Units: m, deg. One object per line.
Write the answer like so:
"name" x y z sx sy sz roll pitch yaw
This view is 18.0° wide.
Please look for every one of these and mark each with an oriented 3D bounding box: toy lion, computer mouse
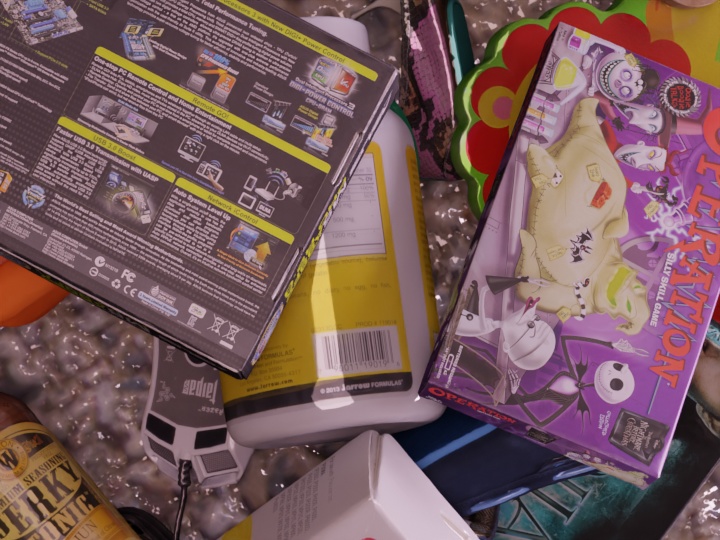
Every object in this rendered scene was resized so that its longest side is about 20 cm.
"toy lion" 0.154 -0.067 1.169 0.200 0.069 0.192 39 85 -7
"computer mouse" -0.077 0.077 1.202 0.109 0.044 0.202 9 88 32

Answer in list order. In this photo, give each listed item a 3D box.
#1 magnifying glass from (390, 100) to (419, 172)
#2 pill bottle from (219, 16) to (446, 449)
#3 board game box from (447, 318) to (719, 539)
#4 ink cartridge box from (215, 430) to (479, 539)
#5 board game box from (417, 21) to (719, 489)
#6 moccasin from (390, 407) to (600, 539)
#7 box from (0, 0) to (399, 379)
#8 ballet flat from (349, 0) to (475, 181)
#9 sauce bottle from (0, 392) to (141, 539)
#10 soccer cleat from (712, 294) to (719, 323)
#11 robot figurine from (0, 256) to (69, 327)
"magnifying glass" 0.000 0.000 1.204 0.079 0.022 0.202 0 100 38
"pill bottle" -0.023 -0.018 1.128 0.111 0.112 0.202 -8 82 2
"board game box" 0.107 0.089 1.164 0.135 0.028 0.201 33 120 4
"ink cartridge box" -0.026 0.195 1.089 0.200 0.083 0.145 -38 105 12
"board game box" 0.116 -0.010 1.092 0.119 0.032 0.201 23 69 -7
"moccasin" 0.047 0.112 1.135 0.199 0.081 0.068 -28 106 30
"box" -0.104 -0.065 1.056 0.199 0.044 0.161 27 82 3
"ballet flat" 0.026 -0.146 1.198 0.071 0.069 0.202 -5 92 15
"sauce bottle" -0.176 0.112 1.165 0.065 0.065 0.200 -42 86 1
"soccer cleat" 0.210 0.079 1.190 0.069 0.085 0.200 -41 67 -19
"robot figurine" -0.163 -0.051 1.156 0.200 0.144 0.117 -37 90 29
